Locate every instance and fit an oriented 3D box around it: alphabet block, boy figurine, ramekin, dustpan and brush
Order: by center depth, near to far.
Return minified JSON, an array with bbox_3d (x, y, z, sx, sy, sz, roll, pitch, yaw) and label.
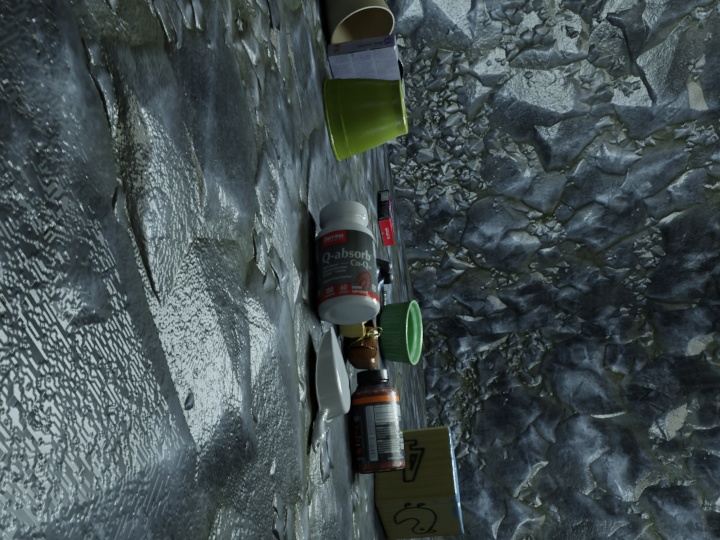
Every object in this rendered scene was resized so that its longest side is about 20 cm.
[{"bbox_3d":[-0.053,0.209,0.975,0.202,0.056,0.142,-97,174,-57],"label":"dustpan and brush"},{"bbox_3d":[0.010,0.059,1.289,0.202,0.063,0.127,-60,152,-45],"label":"boy figurine"},{"bbox_3d":[0.146,0.534,1.513,0.199,0.194,0.199,-88,166,-50],"label":"alphabet block"},{"bbox_3d":[0.129,0.199,1.931,0.199,0.095,0.207,-2,90,-70],"label":"ramekin"}]

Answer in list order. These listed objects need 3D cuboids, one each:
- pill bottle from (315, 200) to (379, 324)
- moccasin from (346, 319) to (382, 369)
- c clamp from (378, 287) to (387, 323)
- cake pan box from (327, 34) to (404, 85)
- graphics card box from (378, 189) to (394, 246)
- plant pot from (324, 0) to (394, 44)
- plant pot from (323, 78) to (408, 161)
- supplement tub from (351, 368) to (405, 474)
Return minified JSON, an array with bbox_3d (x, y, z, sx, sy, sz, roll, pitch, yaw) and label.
[{"bbox_3d":[-0.027,-0.015,1.101,0.116,0.112,0.206,64,19,-64],"label":"pill bottle"},{"bbox_3d":[0.010,0.150,1.309,0.202,0.071,0.080,-75,170,-69],"label":"moccasin"},{"bbox_3d":[0.072,0.125,1.984,0.171,0.026,0.206,56,29,-61],"label":"c clamp"},{"bbox_3d":[0.022,-0.539,1.635,0.185,0.194,0.054,64,24,-58],"label":"cake pan box"},{"bbox_3d":[0.103,-0.211,2.399,0.203,0.049,0.128,-89,168,-49],"label":"graphics card box"},{"bbox_3d":[-0.026,-0.726,1.636,0.187,0.183,0.205,53,16,-73],"label":"plant pot"},{"bbox_3d":[0.020,-0.393,1.509,0.200,0.187,0.207,-8,90,-82],"label":"plant pot"},{"bbox_3d":[0.034,0.313,1.255,0.107,0.104,0.206,57,26,-71],"label":"supplement tub"}]
